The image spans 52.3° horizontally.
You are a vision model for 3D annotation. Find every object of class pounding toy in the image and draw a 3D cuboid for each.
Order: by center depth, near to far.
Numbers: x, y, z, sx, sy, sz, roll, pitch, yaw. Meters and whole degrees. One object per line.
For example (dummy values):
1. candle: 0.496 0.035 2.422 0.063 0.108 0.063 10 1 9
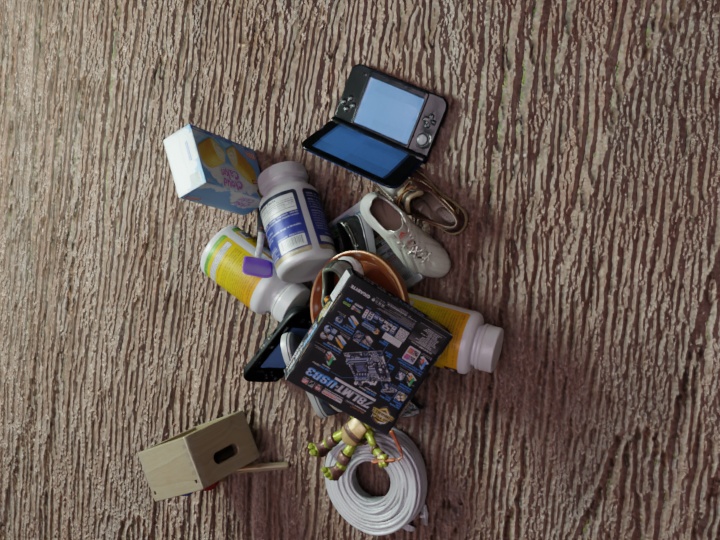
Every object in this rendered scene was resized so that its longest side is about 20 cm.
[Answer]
1. pounding toy: -0.283 0.371 1.437 0.183 0.199 0.144 -24 85 36

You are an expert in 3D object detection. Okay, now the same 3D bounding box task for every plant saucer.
1. plant saucer: 0.000 0.066 1.254 0.199 0.032 0.203 2 93 34

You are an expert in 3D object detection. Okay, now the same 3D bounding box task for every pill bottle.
1. pill bottle: 0.141 0.111 1.265 0.198 0.109 0.111 15 100 21
2. pill bottle: -0.119 -0.089 1.335 0.115 0.115 0.202 -26 68 22
3. pill bottle: -0.196 0.013 1.393 0.199 0.111 0.112 35 106 16

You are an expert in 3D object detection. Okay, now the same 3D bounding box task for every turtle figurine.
1. turtle figurine: -0.021 0.284 1.305 0.161 0.064 0.200 -46 74 19

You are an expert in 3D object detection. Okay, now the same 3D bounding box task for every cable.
1. cable: 0.026 0.386 1.357 0.198 0.069 0.202 1 95 22

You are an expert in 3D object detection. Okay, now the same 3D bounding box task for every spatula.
1. spatula: -0.186 -0.056 1.366 0.056 0.201 0.021 12 135 -15

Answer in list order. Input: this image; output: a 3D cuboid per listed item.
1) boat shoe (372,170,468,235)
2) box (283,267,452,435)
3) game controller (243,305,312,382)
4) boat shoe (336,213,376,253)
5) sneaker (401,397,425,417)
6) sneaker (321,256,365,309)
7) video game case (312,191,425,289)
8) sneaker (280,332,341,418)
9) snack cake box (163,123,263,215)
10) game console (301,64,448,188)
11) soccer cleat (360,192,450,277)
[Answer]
1. boat shoe: 0.096 -0.129 1.283 0.199 0.072 0.072 38 106 16
2. box: 0.012 0.131 1.166 0.199 0.050 0.200 31 98 -13
3. game controller: -0.140 0.140 1.380 0.042 0.104 0.200 50 115 25
4. boat shoe: 0.000 0.000 1.306 0.069 0.056 0.202 156 104 -66
5. sneaker: 0.029 0.187 1.348 0.104 0.060 0.201 -28 83 16
6. sneaker: -0.031 0.080 1.210 0.073 0.079 0.203 -9 89 32
7. video game case: -0.004 -0.015 1.362 0.199 0.022 0.183 -32 82 22
8. sneaker: -0.075 0.184 1.351 0.079 0.079 0.201 -17 125 15
9. snack cake box: -0.260 -0.180 1.347 0.067 0.200 0.116 -25 75 22
10. game console: 0.025 -0.255 1.277 0.199 0.118 0.172 26 104 18
11. soccer cleat: 0.078 -0.057 1.267 0.200 0.078 0.069 41 85 -7
